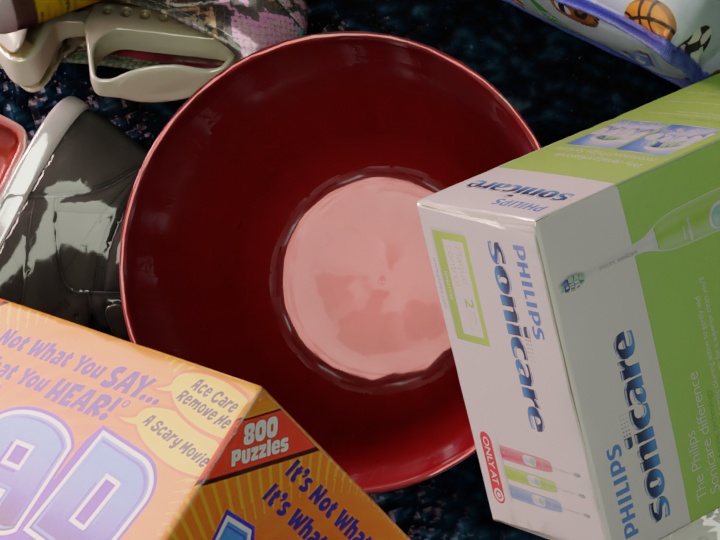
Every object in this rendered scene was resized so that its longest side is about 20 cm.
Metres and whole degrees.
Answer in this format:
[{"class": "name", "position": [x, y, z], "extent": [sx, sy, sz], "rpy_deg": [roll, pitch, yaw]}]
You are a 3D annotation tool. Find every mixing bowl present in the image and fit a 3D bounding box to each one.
[{"class": "mixing bowl", "position": [0.000, 0.000, 1.057], "extent": [0.199, 0.108, 0.201], "rpy_deg": [-1, 86, 10]}]

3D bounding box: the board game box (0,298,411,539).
[{"class": "board game box", "position": [-0.109, 0.157, 0.959], "extent": [0.199, 0.200, 0.200], "rpy_deg": [15, 67, 41]}]

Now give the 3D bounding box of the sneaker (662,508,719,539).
[{"class": "sneaker", "position": [0.150, 0.156, 1.043], "extent": [0.071, 0.073, 0.201], "rpy_deg": [2, 77, 20]}]

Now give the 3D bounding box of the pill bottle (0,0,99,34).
[{"class": "pill bottle", "position": [-0.092, -0.187, 1.036], "extent": [0.199, 0.109, 0.110], "rpy_deg": [-23, 81, -10]}]

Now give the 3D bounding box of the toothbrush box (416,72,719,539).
[{"class": "toothbrush box", "position": [0.139, 0.009, 0.968], "extent": [0.200, 0.086, 0.146], "rpy_deg": [-25, 109, -29]}]

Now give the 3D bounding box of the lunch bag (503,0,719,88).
[{"class": "lunch bag", "position": [0.106, -0.194, 1.049], "extent": [0.200, 0.124, 0.170], "rpy_deg": [31, 93, 28]}]

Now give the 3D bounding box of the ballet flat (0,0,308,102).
[{"class": "ballet flat", "position": [-0.124, -0.114, 1.102], "extent": [0.199, 0.069, 0.071], "rpy_deg": [8, 58, 14]}]

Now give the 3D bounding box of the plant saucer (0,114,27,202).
[{"class": "plant saucer", "position": [-0.275, -0.015, 1.141], "extent": [0.199, 0.037, 0.201], "rpy_deg": [27, 92, 19]}]

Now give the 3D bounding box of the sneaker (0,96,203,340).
[{"class": "sneaker", "position": [-0.139, 0.028, 1.103], "extent": [0.099, 0.071, 0.201], "rpy_deg": [27, 94, 8]}]
